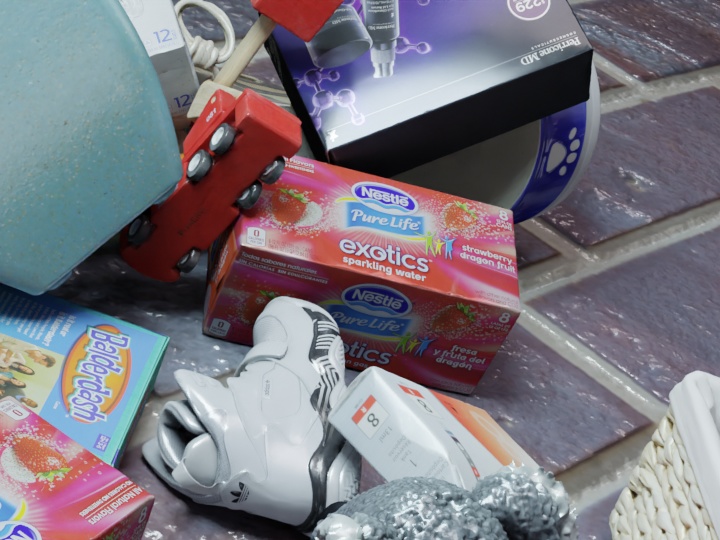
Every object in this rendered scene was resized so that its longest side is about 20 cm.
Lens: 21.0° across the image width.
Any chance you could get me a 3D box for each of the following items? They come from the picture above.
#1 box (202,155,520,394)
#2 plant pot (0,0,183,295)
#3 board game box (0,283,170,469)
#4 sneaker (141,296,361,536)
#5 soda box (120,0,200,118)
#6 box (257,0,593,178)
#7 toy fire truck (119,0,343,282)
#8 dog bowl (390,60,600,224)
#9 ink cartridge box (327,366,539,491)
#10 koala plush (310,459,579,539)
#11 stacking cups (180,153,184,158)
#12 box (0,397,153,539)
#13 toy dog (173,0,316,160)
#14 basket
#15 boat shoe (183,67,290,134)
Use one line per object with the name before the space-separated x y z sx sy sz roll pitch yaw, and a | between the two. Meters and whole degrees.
box | 0.000 0.000 1.321 0.199 0.096 0.100 14 45 -14
plant pot | -0.214 -0.100 1.181 0.200 0.196 0.196 51 -4 -12
board game box | -0.225 0.058 1.141 0.200 0.045 0.152 20 28 -2
sneaker | -0.070 0.076 1.182 0.115 0.075 0.200 13 33 -21
soda box | -0.213 -0.124 1.325 0.199 0.068 0.064 -18 54 -3
box | 0.045 -0.157 1.373 0.200 0.079 0.141 -22 68 -6
toy fire truck | -0.087 -0.101 1.281 0.049 0.200 0.141 30 31 -27
dog bowl | 0.082 -0.128 1.508 0.200 0.200 0.079 38 34 27
ink cartridge box | 0.089 0.145 1.127 0.200 0.050 0.162 41 8 30
koala plush | 0.016 0.181 0.931 0.177 0.200 0.184 -4 37 -39
stacking cups | -0.163 -0.055 1.330 0.199 0.061 0.061 -2 35 -21
box | -0.200 0.154 0.924 0.100 0.096 0.200 32 30 16
toy dog | -0.094 -0.095 1.440 0.200 0.096 0.132 34 57 -13
basket | 0.241 0.176 1.164 0.135 0.124 0.200 20 28 -15
boat shoe | -0.106 -0.120 1.516 0.200 0.075 0.073 16 13 -17
